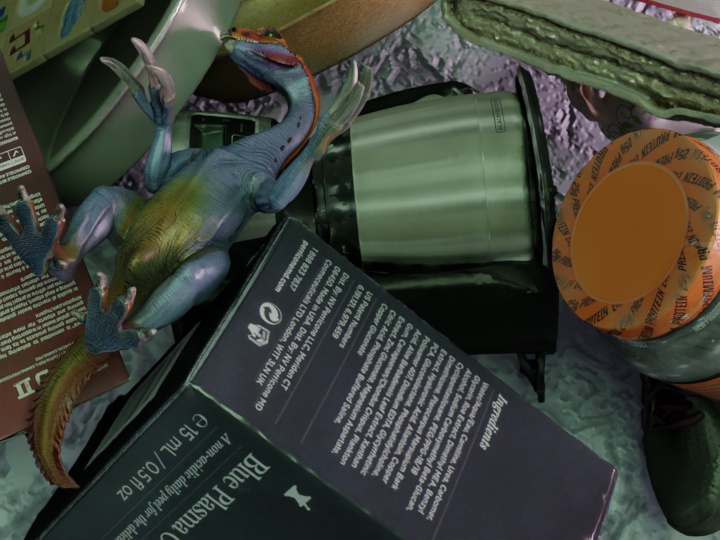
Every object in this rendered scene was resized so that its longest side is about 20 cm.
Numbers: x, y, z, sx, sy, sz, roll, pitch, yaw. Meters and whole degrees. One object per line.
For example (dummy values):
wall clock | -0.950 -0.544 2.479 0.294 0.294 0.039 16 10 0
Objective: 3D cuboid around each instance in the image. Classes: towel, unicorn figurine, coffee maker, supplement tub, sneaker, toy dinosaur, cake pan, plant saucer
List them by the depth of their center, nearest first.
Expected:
toy dinosaur | -0.082 -0.034 0.679 0.105 0.200 0.181 38 33 10
supplement tub | 0.194 0.007 0.744 0.200 0.122 0.123 20 69 -39
cake pan | -0.127 -0.115 0.792 0.037 0.200 0.201 34 70 -28
coffee maker | 0.000 0.000 0.796 0.199 0.135 0.193 -6 110 2
towel | 0.155 -0.111 0.803 0.199 0.132 0.035 24 110 24
plant saucer | -0.019 -0.141 0.820 0.200 0.200 0.036 -34 107 -17
sneaker | 0.157 0.041 0.841 0.115 0.076 0.201 22 60 -34
unicorn figurine | 0.210 -0.083 0.885 0.199 0.074 0.138 13 45 10

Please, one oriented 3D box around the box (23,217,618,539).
box | -0.024 0.117 0.711 0.200 0.197 0.118 37 44 -9

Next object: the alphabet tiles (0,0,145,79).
alphabet tiles | -0.153 -0.174 0.800 0.006 0.200 0.167 38 42 -40

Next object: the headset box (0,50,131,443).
headset box | -0.192 -0.007 0.719 0.077 0.149 0.201 -25 99 -27

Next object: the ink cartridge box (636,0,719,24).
ink cartridge box | 0.171 -0.263 0.913 0.147 0.086 0.201 14 56 -8
